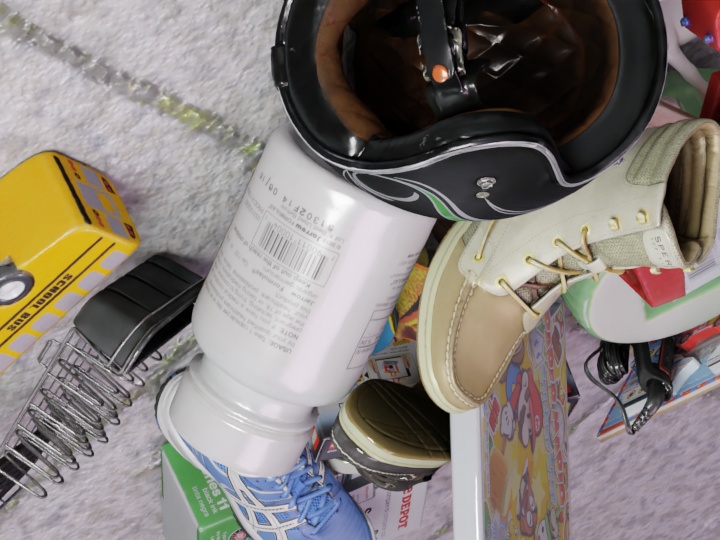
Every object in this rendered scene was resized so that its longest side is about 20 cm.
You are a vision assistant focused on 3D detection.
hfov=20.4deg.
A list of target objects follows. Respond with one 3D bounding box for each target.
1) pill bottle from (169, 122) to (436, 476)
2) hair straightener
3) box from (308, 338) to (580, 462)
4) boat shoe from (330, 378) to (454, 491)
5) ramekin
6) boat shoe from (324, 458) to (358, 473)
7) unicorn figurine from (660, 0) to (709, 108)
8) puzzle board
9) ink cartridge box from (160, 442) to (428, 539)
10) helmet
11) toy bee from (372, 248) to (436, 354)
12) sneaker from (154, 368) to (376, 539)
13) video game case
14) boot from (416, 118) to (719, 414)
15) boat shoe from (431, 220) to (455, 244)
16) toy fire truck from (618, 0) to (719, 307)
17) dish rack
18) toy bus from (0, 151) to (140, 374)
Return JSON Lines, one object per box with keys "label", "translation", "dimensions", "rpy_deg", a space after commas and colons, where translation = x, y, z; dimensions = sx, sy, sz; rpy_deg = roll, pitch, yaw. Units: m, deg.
{"label": "pill bottle", "translation": [-0.041, 0.020, 1.237], "dimensions": [0.114, 0.114, 0.201], "rpy_deg": [6, 117, -45]}
{"label": "hair straightener", "translation": [0.196, 0.056, 1.480], "dimensions": [0.076, 0.201, 0.041], "rpy_deg": [9, 125, 7]}
{"label": "box", "translation": [0.048, 0.067, 1.437], "dimensions": [0.198, 0.111, 0.035], "rpy_deg": [-7, 149, -19]}
{"label": "boat shoe", "translation": [0.025, 0.112, 1.294], "dimensions": [0.066, 0.072, 0.201], "rpy_deg": [-47, 167, 16]}
{"label": "ramekin", "translation": [0.215, -0.038, 1.408], "dimensions": [0.198, 0.098, 0.201], "rpy_deg": [-19, 148, -12]}
{"label": "boat shoe", "translation": [0.044, 0.077, 1.495], "dimensions": [0.199, 0.075, 0.062], "rpy_deg": [-28, 138, -31]}
{"label": "unicorn figurine", "translation": [0.208, -0.162, 1.292], "dimensions": [0.200, 0.138, 0.074], "rpy_deg": [-39, -162, -27]}
{"label": "puzzle board", "translation": [0.262, 0.042, 1.488], "dimensions": [0.200, 0.017, 0.151], "rpy_deg": [-36, -165, 53]}
{"label": "ink cartridge box", "translation": [-0.049, 0.168, 1.551], "dimensions": [0.199, 0.083, 0.147], "rpy_deg": [-20, 148, -17]}
{"label": "helmet", "translation": [0.066, -0.119, 1.133], "dimensions": [0.200, 0.201, 0.190], "rpy_deg": [-46, 154, 26]}
{"label": "toy bee", "translation": [0.000, 0.000, 1.332], "dimensions": [0.198, 0.131, 0.110], "rpy_deg": [-2, 116, -22]}
{"label": "sneaker", "translation": [-0.062, 0.150, 1.422], "dimensions": [0.200, 0.077, 0.076], "rpy_deg": [42, 75, -20]}
{"label": "video game case", "translation": [0.102, 0.117, 1.320], "dimensions": [0.023, 0.202, 0.182], "rpy_deg": [-3, 176, 24]}
{"label": "boot", "translation": [0.125, -0.005, 1.185], "dimensions": [0.072, 0.154, 0.201], "rpy_deg": [41, 64, -40]}
{"label": "boat shoe", "translation": [0.093, -0.083, 1.323], "dimensions": [0.074, 0.075, 0.203], "rpy_deg": [-27, 152, -23]}
{"label": "toy fire truck", "translation": [0.214, -0.089, 1.254], "dimensions": [0.140, 0.049, 0.201], "rpy_deg": [-22, 124, -12]}
{"label": "dish rack", "translation": [-0.178, 0.084, 1.272], "dimensions": [0.201, 0.054, 0.153], "rpy_deg": [-56, 175, 18]}
{"label": "toy bus", "translation": [-0.231, 0.018, 1.202], "dimensions": [0.200, 0.065, 0.078], "rpy_deg": [-41, 149, 17]}
